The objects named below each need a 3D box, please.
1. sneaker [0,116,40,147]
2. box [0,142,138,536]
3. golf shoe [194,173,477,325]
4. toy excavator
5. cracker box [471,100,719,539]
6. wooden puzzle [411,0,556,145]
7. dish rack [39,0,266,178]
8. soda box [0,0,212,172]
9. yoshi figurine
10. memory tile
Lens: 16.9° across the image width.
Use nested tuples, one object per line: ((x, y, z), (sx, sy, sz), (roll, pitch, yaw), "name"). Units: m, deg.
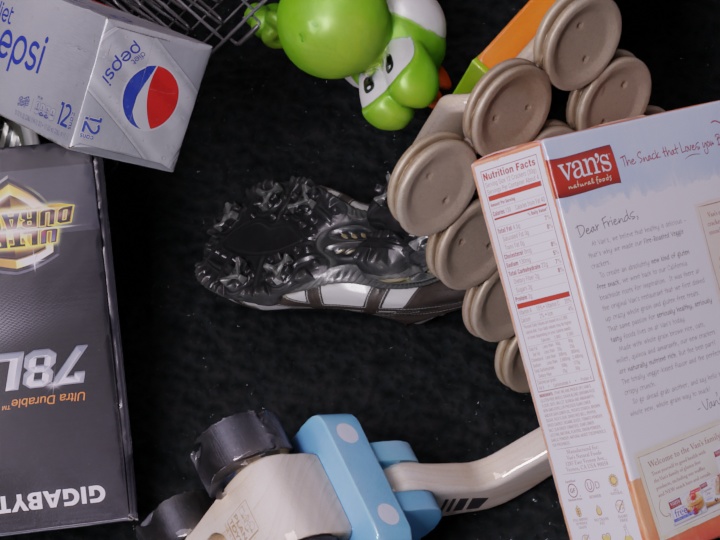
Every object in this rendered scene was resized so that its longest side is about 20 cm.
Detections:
((-0.214, 0.002, 1.301), (0.073, 0.071, 0.200), (8, 75, -17), "sneaker")
((-0.222, 0.041, 1.241), (0.200, 0.050, 0.199), (-5, 87, -8), "box")
((0.000, 0.000, 1.274), (0.200, 0.094, 0.078), (0, 60, 42), "golf shoe")
((0.018, 0.116, 1.199), (0.195, 0.200, 0.100), (-52, 54, 36), "toy excavator")
((0.141, 0.028, 1.148), (0.134, 0.058, 0.200), (-13, 89, -38), "cracker box")
((0.101, -0.131, 1.254), (0.200, 0.185, 0.037), (-43, 87, -12), "wooden puzzle")
((-0.115, -0.141, 1.322), (0.200, 0.055, 0.153), (-43, 27, 17), "dish rack")
((-0.157, -0.108, 1.232), (0.200, 0.063, 0.068), (25, 100, 53), "soda box")
((-0.008, -0.163, 1.310), (0.112, 0.112, 0.200), (-3, 45, -10), "yoshi figurine")
((0.096, -0.037, 1.196), (0.153, 0.200, 0.017), (-46, 50, -10), "memory tile")
